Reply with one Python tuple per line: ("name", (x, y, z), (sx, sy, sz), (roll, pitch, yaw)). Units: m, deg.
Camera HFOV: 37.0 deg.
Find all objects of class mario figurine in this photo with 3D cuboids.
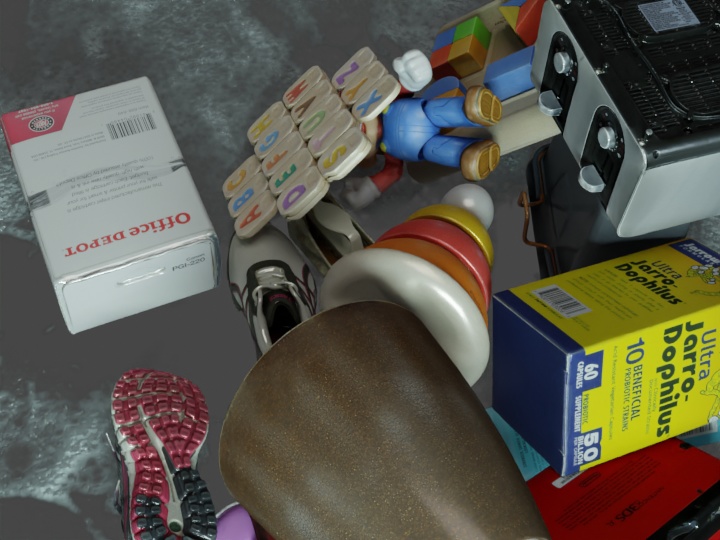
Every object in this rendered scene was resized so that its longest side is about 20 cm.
("mario figurine", (0.025, -0.126, 0.997), (0.198, 0.106, 0.125), (5, 63, 34))

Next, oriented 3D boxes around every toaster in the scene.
("toaster", (0.255, -0.144, 0.883), (0.198, 0.119, 0.182), (-14, 60, -16))

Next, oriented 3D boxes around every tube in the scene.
("tube", (0.209, 0.134, 0.903), (0.197, 0.051, 0.078), (-9, 56, -5))

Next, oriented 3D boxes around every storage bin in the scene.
("storage bin", (0.223, -0.073, 0.986), (0.143, 0.135, 0.202), (1, 55, -4))

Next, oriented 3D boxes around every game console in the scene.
("game console", (0.203, 0.224, 0.794), (0.199, 0.120, 0.171), (-23, 34, -36))

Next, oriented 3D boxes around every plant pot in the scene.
("plant pot", (0.032, 0.152, 0.717), (0.185, 0.189, 0.200), (-27, 42, -20))

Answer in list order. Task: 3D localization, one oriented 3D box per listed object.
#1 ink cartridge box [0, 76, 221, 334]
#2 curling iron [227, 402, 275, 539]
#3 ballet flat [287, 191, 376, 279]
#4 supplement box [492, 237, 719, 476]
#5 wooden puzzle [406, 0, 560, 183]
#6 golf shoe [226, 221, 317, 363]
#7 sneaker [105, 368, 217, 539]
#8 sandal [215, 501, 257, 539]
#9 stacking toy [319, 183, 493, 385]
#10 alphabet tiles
("ink cartridge box", (-0.225, -0.062, 0.973), (0.144, 0.085, 0.201), (-18, 58, -16))
("curling iron", (-0.087, 0.170, 0.828), (0.049, 0.026, 0.201), (32, 25, -28))
("ballet flat", (0.000, 0.000, 0.963), (0.067, 0.063, 0.200), (-35, 66, -25))
("supplement box", (0.215, 0.063, 0.854), (0.198, 0.110, 0.109), (-15, 29, -21))
("wooden puzzle", (0.126, -0.198, 1.049), (0.184, 0.046, 0.202), (-17, 48, 39))
("golf shoe", (-0.068, 0.025, 0.927), (0.076, 0.089, 0.202), (-13, 57, -11))
("sneaker", (-0.163, 0.160, 0.842), (0.080, 0.075, 0.201), (10, 41, -21))
("sandal", (-0.023, 0.222, 0.821), (0.200, 0.050, 0.083), (19, 57, 8))
("stacking toy", (0.067, -0.003, 0.903), (0.145, 0.147, 0.200), (25, 45, 12))
("alphabet tiles", (-0.051, -0.120, 0.979), (0.195, 0.015, 0.201), (-43, 32, 10))
